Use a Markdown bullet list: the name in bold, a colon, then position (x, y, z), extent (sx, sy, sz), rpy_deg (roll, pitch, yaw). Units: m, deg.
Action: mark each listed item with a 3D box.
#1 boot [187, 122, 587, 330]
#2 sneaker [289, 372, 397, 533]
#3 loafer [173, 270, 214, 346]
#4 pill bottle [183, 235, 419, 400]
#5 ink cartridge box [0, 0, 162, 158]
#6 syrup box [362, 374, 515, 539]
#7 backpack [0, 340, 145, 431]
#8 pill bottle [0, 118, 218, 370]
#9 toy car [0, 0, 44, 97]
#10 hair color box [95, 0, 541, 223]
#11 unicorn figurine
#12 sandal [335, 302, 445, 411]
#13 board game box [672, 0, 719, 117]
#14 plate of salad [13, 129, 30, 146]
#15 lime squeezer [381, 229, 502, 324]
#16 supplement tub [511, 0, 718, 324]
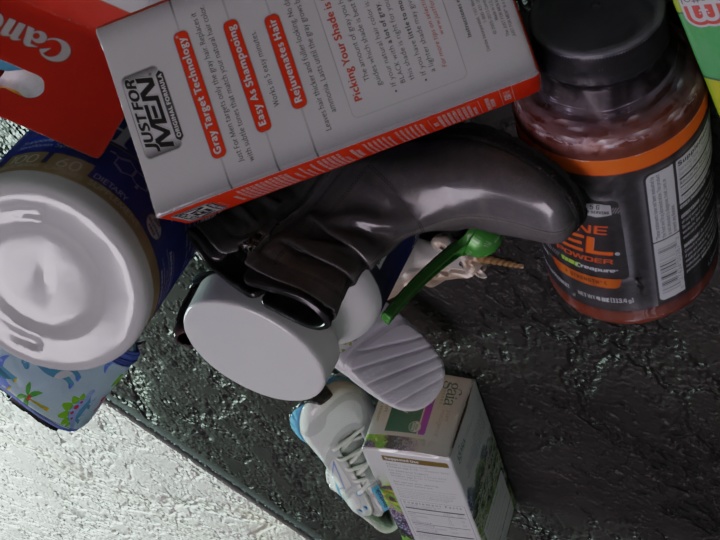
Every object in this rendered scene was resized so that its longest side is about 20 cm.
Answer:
- **boot**: position (0.013, -0.018, 0.780), extent (0.198, 0.132, 0.070), rpy_deg (16, 148, 35)
- **sneaker**: position (0.002, 0.164, 1.254), extent (0.087, 0.075, 0.201), rpy_deg (51, 172, 37)
- **loafer**: position (-0.064, 0.051, 1.178), extent (0.198, 0.063, 0.072), rpy_deg (10, 145, 29)
- **pill bottle**: position (-0.024, -0.027, 0.900), extent (0.115, 0.201, 0.116), rpy_deg (20, 149, 13)
- **ink cartridge box**: position (-0.164, -0.181, 0.789), extent (0.161, 0.201, 0.057), rpy_deg (23, 152, 8)
- **syrup box**: position (0.070, 0.175, 1.227), extent (0.081, 0.079, 0.201), rpy_deg (4, 142, 23)
- **backpack**: position (-0.248, 0.016, 1.144), extent (0.183, 0.147, 0.200), rpy_deg (39, -171, -20)
- **pill bottle**: position (-0.145, -0.045, 0.843), extent (0.118, 0.201, 0.121), rpy_deg (7, 123, 11)
- **toy car**: position (-0.233, -0.153, 0.938), extent (0.182, 0.179, 0.200), rpy_deg (-2, 152, 23)
- **hair color box**: position (-0.019, -0.105, 0.717), extent (0.198, 0.103, 0.061), rpy_deg (-19, 177, 7)
- **unicorn figurine**: position (0.000, 0.000, 1.025), extent (0.137, 0.074, 0.200), rpy_deg (33, 123, -18)
- **sandal**: position (-0.025, 0.032, 1.102), extent (0.207, 0.079, 0.059), rpy_deg (44, 173, -11)
- **board game box**: position (0.240, -0.091, 0.743), extent (0.101, 0.048, 0.201), rpy_deg (1, 139, 37)
- **plate of salad**: position (-0.149, -0.082, 1.027), extent (0.197, 0.049, 0.200), rpy_deg (-4, 158, -2)
- **lime squeezer**: position (0.096, -0.013, 0.926), extent (0.198, 0.071, 0.038), rpy_deg (-10, 168, -18)
- **supplement tub**: position (0.141, -0.069, 0.799), extent (0.106, 0.108, 0.201), rpy_deg (11, 144, 26)
